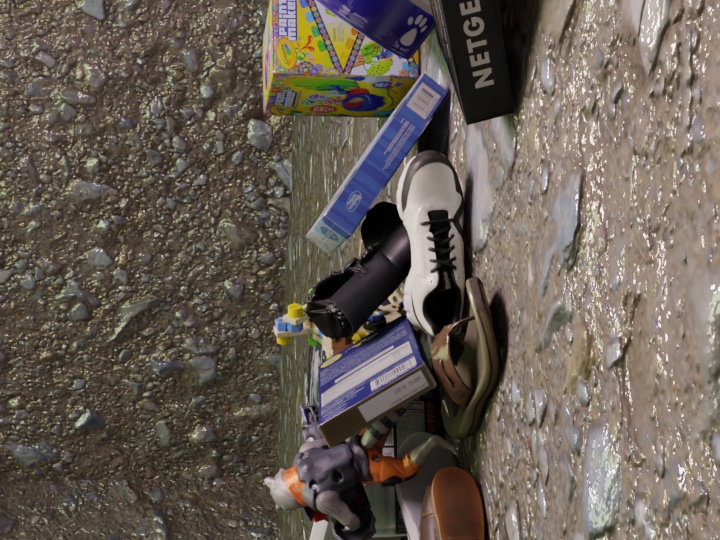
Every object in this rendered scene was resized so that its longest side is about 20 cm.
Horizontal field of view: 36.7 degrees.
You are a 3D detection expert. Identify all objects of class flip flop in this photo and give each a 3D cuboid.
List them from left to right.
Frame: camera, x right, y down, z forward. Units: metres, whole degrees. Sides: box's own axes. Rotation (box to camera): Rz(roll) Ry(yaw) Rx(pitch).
[{"bbox_3d":[0.094,0.091,1.051,0.201,0.057,0.082,99,168,-47],"label":"flip flop"}]

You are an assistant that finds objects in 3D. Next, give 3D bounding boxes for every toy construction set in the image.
[{"bbox_3d":[0.001,0.050,1.346,0.131,0.199,0.093,22,134,44],"label":"toy construction set"}]

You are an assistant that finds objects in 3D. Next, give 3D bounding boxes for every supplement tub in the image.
[{"bbox_3d":[0.030,0.206,1.260,0.123,0.121,0.202,121,148,-74],"label":"supplement tub"}]

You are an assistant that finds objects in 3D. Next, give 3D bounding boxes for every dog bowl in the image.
[{"bbox_3d":[-0.001,-0.324,1.204,0.079,0.199,0.200,-53,21,16],"label":"dog bowl"}]

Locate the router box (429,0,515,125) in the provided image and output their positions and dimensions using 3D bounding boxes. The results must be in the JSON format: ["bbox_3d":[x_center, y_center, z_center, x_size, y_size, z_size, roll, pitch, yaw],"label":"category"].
[{"bbox_3d":[0.085,-0.253,0.952,0.150,0.051,0.201,-99,-7,-49],"label":"router box"}]

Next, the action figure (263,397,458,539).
[{"bbox_3d":[-0.018,0.183,1.145,0.200,0.192,0.105,55,176,43],"label":"action figure"}]

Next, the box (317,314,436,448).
[{"bbox_3d":[0.012,0.109,1.126,0.033,0.120,0.200,58,-176,-12],"label":"box"}]

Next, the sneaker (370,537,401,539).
[{"bbox_3d":[0.020,0.380,1.519,0.099,0.070,0.202,-115,32,-74],"label":"sneaker"}]

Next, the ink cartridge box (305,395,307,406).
[{"bbox_3d":[-0.043,0.277,1.874,0.200,0.083,0.146,147,123,-79],"label":"ink cartridge box"}]

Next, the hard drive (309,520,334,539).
[{"bbox_3d":[-0.020,0.294,1.394,0.132,0.026,0.202,-31,-39,-60],"label":"hard drive"}]

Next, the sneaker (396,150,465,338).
[{"bbox_3d":[0.083,-0.023,1.123,0.080,0.073,0.202,-124,27,-68],"label":"sneaker"}]

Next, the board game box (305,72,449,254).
[{"bbox_3d":[0.016,-0.120,1.292,0.201,0.043,0.199,-55,5,-9],"label":"board game box"}]

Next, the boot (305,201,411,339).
[{"bbox_3d":[0.000,0.000,1.260,0.077,0.168,0.200,53,167,-14],"label":"boot"}]

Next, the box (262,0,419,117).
[{"bbox_3d":[-0.033,-0.293,1.470,0.200,0.190,0.124,139,131,-79],"label":"box"}]

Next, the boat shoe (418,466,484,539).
[{"bbox_3d":[0.090,0.290,1.036,0.071,0.070,0.201,110,168,-45],"label":"boat shoe"}]

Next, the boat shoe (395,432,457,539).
[{"bbox_3d":[0.076,0.270,1.149,0.070,0.070,0.201,101,161,-46],"label":"boat shoe"}]

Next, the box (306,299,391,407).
[{"bbox_3d":[-0.007,0.157,1.524,0.200,0.122,0.199,-117,31,-72],"label":"box"}]
